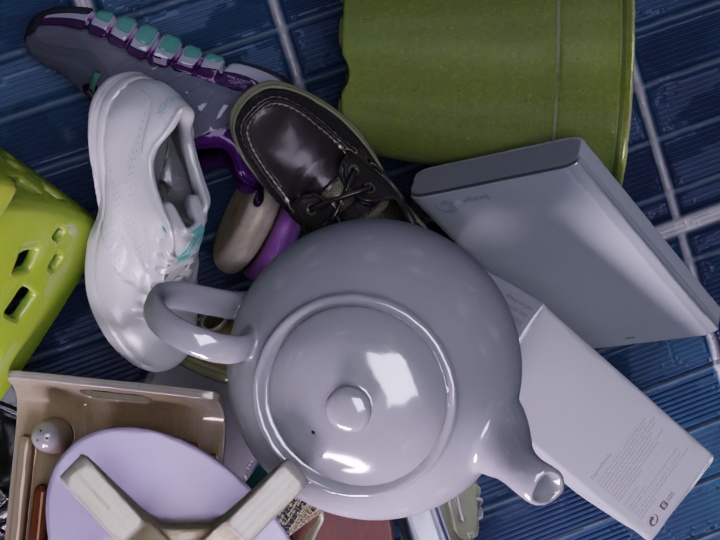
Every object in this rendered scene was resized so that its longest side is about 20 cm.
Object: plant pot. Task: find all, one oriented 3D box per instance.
[{"bbox_3d":[0.080,-0.142,1.135,0.188,0.200,0.202,2,94,1],"label":"plant pot"},{"bbox_3d":[-0.305,-0.013,1.036,0.198,0.182,0.201,33,85,10],"label":"plant pot"}]

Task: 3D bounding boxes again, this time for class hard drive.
[{"bbox_3d":[0.142,-0.012,1.136,0.200,0.131,0.026,43,51,-38],"label":"hard drive"}]

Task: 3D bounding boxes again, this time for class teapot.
[{"bbox_3d":[-0.001,0.064,0.998,0.198,0.146,0.199,-22,94,14],"label":"teapot"}]

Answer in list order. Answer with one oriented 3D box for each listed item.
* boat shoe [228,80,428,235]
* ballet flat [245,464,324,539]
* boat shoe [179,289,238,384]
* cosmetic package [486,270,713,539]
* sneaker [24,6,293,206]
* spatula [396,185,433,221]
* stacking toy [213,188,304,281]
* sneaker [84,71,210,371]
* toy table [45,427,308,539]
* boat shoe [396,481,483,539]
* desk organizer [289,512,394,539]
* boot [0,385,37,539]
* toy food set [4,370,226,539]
[{"bbox_3d":[-0.004,-0.043,1.086,0.073,0.065,0.200,-45,116,4],"label":"boat shoe"},{"bbox_3d":[-0.085,0.194,1.117,0.200,0.068,0.075,-41,115,4],"label":"ballet flat"},{"bbox_3d":[-0.050,0.042,1.133,0.199,0.073,0.064,16,123,24],"label":"boat shoe"},{"bbox_3d":[0.137,0.091,1.158,0.200,0.113,0.081,41,85,-32],"label":"cosmetic package"},{"bbox_3d":[-0.142,-0.110,1.114,0.198,0.075,0.088,18,71,8],"label":"sneaker"},{"bbox_3d":[0.050,-0.043,1.206,0.198,0.021,0.057,20,78,-9],"label":"spatula"},{"bbox_3d":[0.000,0.000,1.174,0.199,0.085,0.086,26,89,-15],"label":"stacking toy"},{"bbox_3d":[-0.126,-0.020,1.060,0.075,0.088,0.202,-22,120,-36],"label":"sneaker"},{"bbox_3d":[-0.107,0.180,0.985,0.199,0.117,0.185,35,83,-1],"label":"toy table"},{"bbox_3d":[0.057,0.164,1.198,0.061,0.072,0.202,-18,95,-11],"label":"boat shoe"},{"bbox_3d":[-0.023,0.170,1.184,0.076,0.072,0.202,-10,96,-12],"label":"desk organizer"},{"bbox_3d":[-0.222,0.170,1.141,0.210,0.079,0.159,26,82,0],"label":"boot"},{"bbox_3d":[-0.166,0.170,1.061,0.142,0.060,0.202,4,85,8],"label":"toy food set"}]
